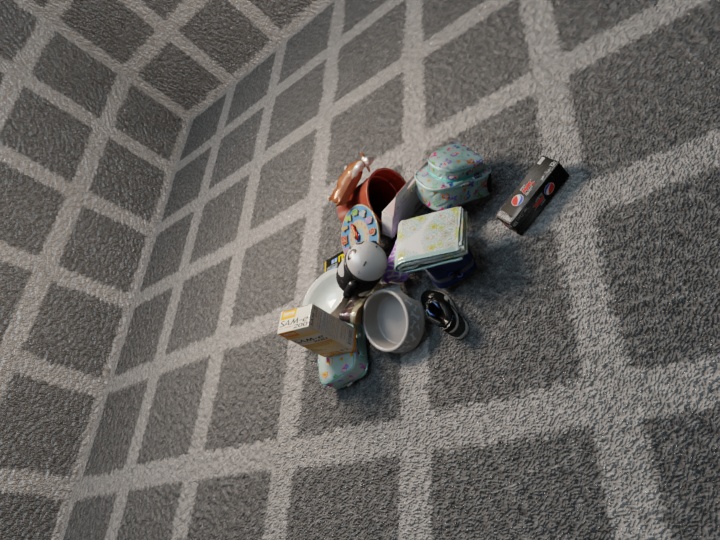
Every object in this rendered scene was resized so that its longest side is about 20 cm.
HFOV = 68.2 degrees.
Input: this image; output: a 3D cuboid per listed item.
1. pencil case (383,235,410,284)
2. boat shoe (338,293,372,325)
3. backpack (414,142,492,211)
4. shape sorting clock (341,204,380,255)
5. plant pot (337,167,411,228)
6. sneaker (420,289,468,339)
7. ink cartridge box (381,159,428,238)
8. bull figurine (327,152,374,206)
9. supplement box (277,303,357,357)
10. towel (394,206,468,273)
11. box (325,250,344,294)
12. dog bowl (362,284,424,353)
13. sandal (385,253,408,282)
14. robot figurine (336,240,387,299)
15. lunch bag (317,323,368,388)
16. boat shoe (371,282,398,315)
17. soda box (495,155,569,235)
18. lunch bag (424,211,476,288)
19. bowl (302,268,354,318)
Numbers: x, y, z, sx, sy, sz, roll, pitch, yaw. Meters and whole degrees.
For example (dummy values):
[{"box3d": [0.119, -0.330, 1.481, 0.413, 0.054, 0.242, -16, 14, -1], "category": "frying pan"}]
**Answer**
[{"box3d": [0.127, -0.055, 1.586, 0.085, 0.084, 0.200, -21, 33, 43], "category": "pencil case"}, {"box3d": [-0.011, 0.110, 1.599, 0.065, 0.200, 0.072, 11, 108, 13], "category": "boat shoe"}, {"box3d": [0.259, -0.265, 1.529, 0.200, 0.151, 0.178, -28, 42, -8], "category": "backpack"}, {"box3d": [-0.004, -0.105, 1.659, 0.200, 0.039, 0.201, 9, 101, 58], "category": "shape sorting clock"}, {"box3d": [0.037, -0.214, 1.764, 0.195, 0.201, 0.201, -16, 54, 50], "category": "plant pot"}, {"box3d": [0.203, 0.094, 1.427, 0.073, 0.112, 0.200, -50, 39, 7], "category": "sneaker"}, {"box3d": [0.135, -0.224, 1.619, 0.045, 0.176, 0.200, 26, 53, 21], "category": "ink cartridge box"}, {"box3d": [-0.035, -0.291, 1.702, 0.200, 0.065, 0.121, -56, 15, -7], "category": "bull figurine"}, {"box3d": [-0.120, 0.176, 1.521, 0.126, 0.200, 0.074, -18, 52, 37], "category": "supplement box"}, {"box3d": [0.188, -0.082, 1.410, 0.200, 0.048, 0.171, -12, 44, 24], "category": "towel"}, {"box3d": [-0.035, -0.001, 1.796, 0.200, 0.049, 0.160, -28, 45, 32], "category": "box"}, {"box3d": [0.085, 0.139, 1.500, 0.200, 0.059, 0.201, 1, 91, 44], "category": "dog bowl"}, {"box3d": [0.083, -0.021, 1.654, 0.200, 0.080, 0.054, 34, 112, 46], "category": "sandal"}, {"box3d": [-0.001, -0.002, 1.530, 0.200, 0.125, 0.151, 124, 136, -58], "category": "robot figurine"}, {"box3d": [-0.050, 0.253, 1.616, 0.160, 0.077, 0.200, -31, 46, 27], "category": "lunch bag"}, {"box3d": [0.091, 0.072, 1.598, 0.065, 0.072, 0.200, -49, 45, 1], "category": "boat shoe"}, {"box3d": [0.450, -0.196, 1.395, 0.200, 0.071, 0.063, -52, 40, 7], "category": "soda box"}, {"box3d": [0.232, -0.048, 1.483, 0.136, 0.132, 0.200, -31, 43, 5], "category": "lunch bag"}, {"box3d": [-0.086, 0.100, 1.692, 0.201, 0.090, 0.201, -32, 37, 27], "category": "bowl"}]
